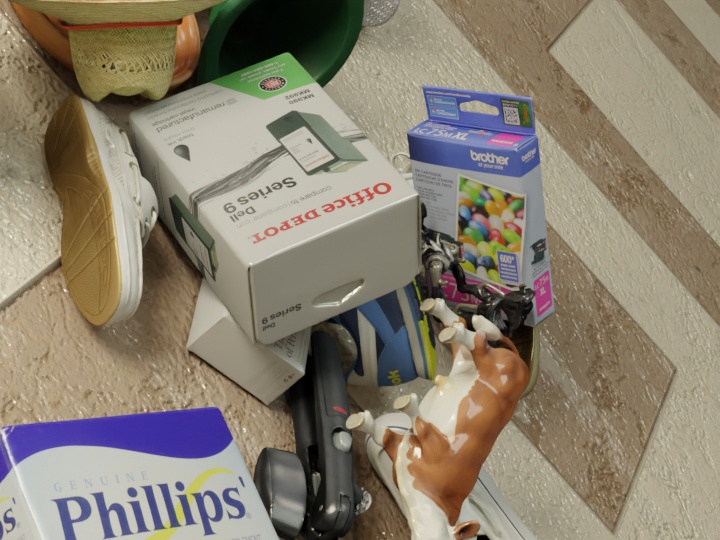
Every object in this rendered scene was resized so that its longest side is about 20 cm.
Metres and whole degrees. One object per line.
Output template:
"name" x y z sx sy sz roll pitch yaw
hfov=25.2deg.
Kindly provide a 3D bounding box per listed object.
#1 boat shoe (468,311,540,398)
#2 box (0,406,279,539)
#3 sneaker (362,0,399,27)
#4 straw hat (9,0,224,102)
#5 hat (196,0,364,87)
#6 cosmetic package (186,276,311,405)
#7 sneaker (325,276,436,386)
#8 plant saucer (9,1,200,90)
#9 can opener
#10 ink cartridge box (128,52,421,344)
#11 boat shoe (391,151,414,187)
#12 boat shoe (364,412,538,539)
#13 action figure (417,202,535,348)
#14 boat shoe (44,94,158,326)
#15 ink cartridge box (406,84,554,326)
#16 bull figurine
"boat shoe" 0.136 0.035 1.481 0.065 0.072 0.202 38 35 -47
"box" -0.135 0.193 0.933 0.183 0.105 0.201 1 56 -52
"sneaker" -0.037 -0.337 1.657 0.200 0.075 0.114 41 23 -9
"straw hat" -0.177 -0.168 1.199 0.201 0.199 0.086 -26 119 -58
"hat" -0.107 -0.246 1.419 0.164 0.201 0.177 -21 57 -23
"cosmetic package" -0.077 0.004 1.260 0.082 0.051 0.201 35 34 -22
"sneaker" 0.000 0.000 1.287 0.074 0.081 0.202 -5 79 -79
"plant saucer" -0.220 -0.223 1.330 0.199 0.037 0.201 33 34 -26
"can opener" -0.030 0.119 1.184 0.078 0.063 0.201 37 33 -27
"ink cartridge box" -0.063 -0.058 1.193 0.145 0.085 0.200 -24 48 -21
"boat shoe" 0.065 -0.082 1.523 0.201 0.075 0.086 -21 70 -48
"boat shoe" 0.073 0.198 1.234 0.201 0.072 0.066 52 31 -9
"action figure" 0.044 0.003 1.372 0.199 0.103 0.119 34 37 13
"boat shoe" -0.176 -0.043 1.162 0.069 0.071 0.201 18 42 -38
"ink cartridge box" 0.103 -0.056 1.393 0.042 0.119 0.202 -32 124 -43
"bull figurine" 0.060 0.118 1.180 0.122 0.065 0.201 54 49 -30
